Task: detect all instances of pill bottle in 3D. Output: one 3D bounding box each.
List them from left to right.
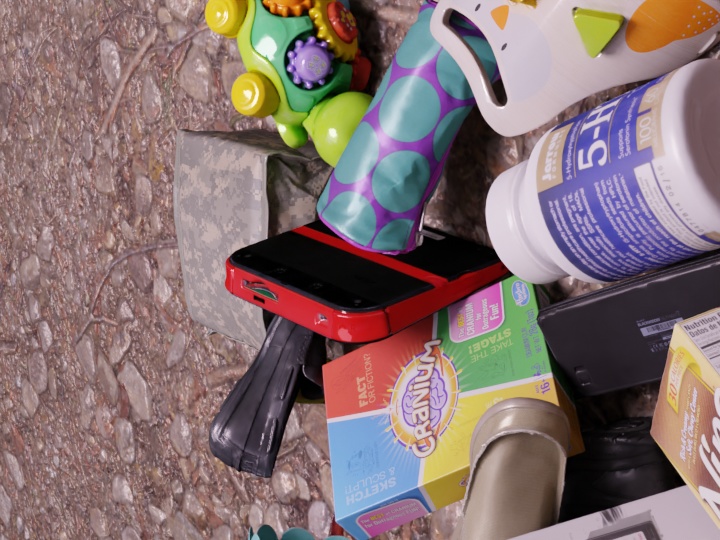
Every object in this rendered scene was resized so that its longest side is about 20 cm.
[{"bbox_3d":[0.184,-0.057,0.968,0.199,0.119,0.121,-23,81,50],"label":"pill bottle"}]

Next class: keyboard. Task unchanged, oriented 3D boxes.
[{"bbox_3d":[0.227,0.057,0.983,0.199,0.021,0.128,-19,104,43],"label":"keyboard"}]

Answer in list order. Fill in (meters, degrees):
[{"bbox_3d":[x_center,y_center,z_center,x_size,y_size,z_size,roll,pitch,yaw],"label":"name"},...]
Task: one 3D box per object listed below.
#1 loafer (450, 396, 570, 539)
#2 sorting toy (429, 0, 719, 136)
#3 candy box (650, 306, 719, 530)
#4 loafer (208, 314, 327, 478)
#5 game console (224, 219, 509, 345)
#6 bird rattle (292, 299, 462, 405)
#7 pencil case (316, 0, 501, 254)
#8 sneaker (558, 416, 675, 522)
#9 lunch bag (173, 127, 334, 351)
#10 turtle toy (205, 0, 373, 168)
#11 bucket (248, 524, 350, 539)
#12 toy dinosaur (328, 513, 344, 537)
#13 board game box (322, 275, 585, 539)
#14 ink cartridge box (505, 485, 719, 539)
[{"bbox_3d":[0.109,0.176,1.002,0.069,0.074,0.202,-90,6,-51],"label":"loafer"},{"bbox_3d":[0.131,-0.197,0.987,0.180,0.106,0.201,-45,63,30],"label":"sorting toy"},{"bbox_3d":[0.262,0.131,0.870,0.116,0.055,0.201,90,156,-46],"label":"candy box"},{"bbox_3d":[-0.057,0.085,1.191,0.070,0.202,0.068,26,157,9],"label":"loafer"},{"bbox_3d":[0.000,0.000,1.162,0.199,0.175,0.031,21,123,46],"label":"game console"},{"bbox_3d":[0.038,0.081,1.200,0.198,0.112,0.166,4,85,47],"label":"bird rattle"},{"bbox_3d":[0.046,-0.111,1.106,0.092,0.085,0.202,30,101,13],"label":"pencil case"},{"bbox_3d":[0.161,0.167,1.085,0.199,0.075,0.092,-11,94,52],"label":"sneaker"},{"bbox_3d":[-0.096,-0.025,1.318,0.163,0.116,0.203,18,107,50],"label":"lunch bag"},{"bbox_3d":[-0.043,-0.177,1.221,0.100,0.145,0.203,-24,79,28],"label":"turtle toy"},{"bbox_3d":[-0.018,0.313,1.211,0.206,0.206,0.137,11,86,49],"label":"bucket"},{"bbox_3d":[-0.005,0.356,1.322,0.181,0.105,0.202,36,116,18],"label":"toy dinosaur"},{"bbox_3d":[0.067,0.106,1.090,0.198,0.040,0.154,-26,45,20],"label":"board game box"},{"bbox_3d":[0.197,0.223,0.972,0.067,0.197,0.117,-107,1,-50],"label":"ink cartridge box"}]
